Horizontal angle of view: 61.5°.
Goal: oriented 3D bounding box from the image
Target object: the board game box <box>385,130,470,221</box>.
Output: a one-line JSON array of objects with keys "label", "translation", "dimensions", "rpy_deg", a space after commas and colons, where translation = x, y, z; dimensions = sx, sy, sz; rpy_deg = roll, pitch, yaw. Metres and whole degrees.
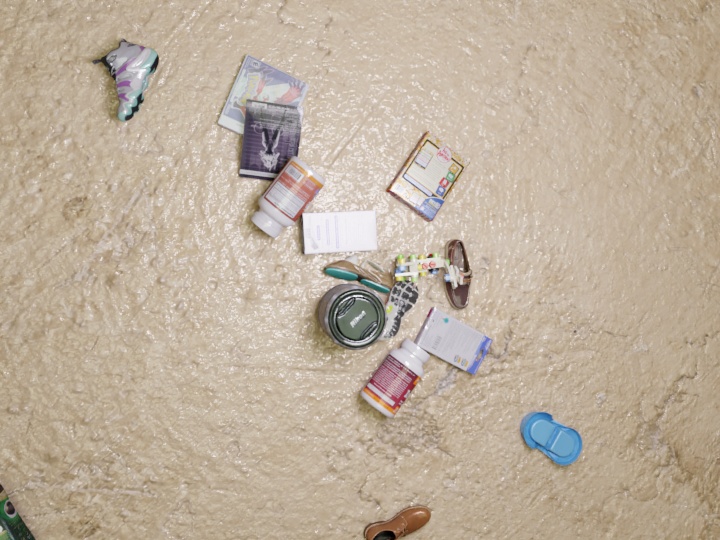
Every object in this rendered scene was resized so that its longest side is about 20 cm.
[{"label": "board game box", "translation": [0.189, -0.261, 1.685], "dimensions": [0.151, 0.046, 0.200], "rpy_deg": [35, 84, -10]}]

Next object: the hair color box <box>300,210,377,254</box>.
[{"label": "hair color box", "translation": [-0.059, -0.103, 1.629], "dimensions": [0.199, 0.065, 0.110], "rpy_deg": [-3, 93, -13]}]

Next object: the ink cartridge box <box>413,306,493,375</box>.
[{"label": "ink cartridge box", "translation": [0.263, 0.200, 1.716], "dimensions": [0.200, 0.042, 0.120], "rpy_deg": [28, 86, -9]}]

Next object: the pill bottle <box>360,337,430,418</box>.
[{"label": "pill bottle", "translation": [0.098, 0.289, 1.647], "dimensions": [0.113, 0.113, 0.200], "rpy_deg": [38, 84, -10]}]

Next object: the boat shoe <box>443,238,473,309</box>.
[{"label": "boat shoe", "translation": [0.278, 0.011, 1.697], "dimensions": [0.072, 0.072, 0.201], "rpy_deg": [-3, 92, -12]}]

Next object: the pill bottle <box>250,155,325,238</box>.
[{"label": "pill bottle", "translation": [-0.191, -0.187, 1.568], "dimensions": [0.112, 0.112, 0.200], "rpy_deg": [38, 94, -10]}]

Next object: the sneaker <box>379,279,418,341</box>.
[{"label": "sneaker", "translation": [0.088, 0.108, 1.661], "dimensions": [0.077, 0.085, 0.200], "rpy_deg": [38, 62, -5]}]

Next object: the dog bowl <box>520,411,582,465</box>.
[{"label": "dog bowl", "translation": [0.556, 0.488, 1.780], "dimensions": [0.200, 0.050, 0.112], "rpy_deg": [32, 85, -10]}]

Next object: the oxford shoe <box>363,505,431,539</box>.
[{"label": "oxford shoe", "translation": [0.112, 0.718, 1.684], "dimensions": [0.199, 0.071, 0.072], "rpy_deg": [-19, 94, -12]}]

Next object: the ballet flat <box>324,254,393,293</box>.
[{"label": "ballet flat", "translation": [0.000, 0.000, 1.649], "dimensions": [0.199, 0.068, 0.073], "rpy_deg": [17, 68, -12]}]

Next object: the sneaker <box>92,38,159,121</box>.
[{"label": "sneaker", "translation": [-0.602, -0.479, 1.504], "dimensions": [0.139, 0.078, 0.201], "rpy_deg": [22, 78, -10]}]

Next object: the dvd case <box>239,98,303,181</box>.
[{"label": "dvd case", "translation": [-0.233, -0.335, 1.584], "dimensions": [0.148, 0.016, 0.201], "rpy_deg": [5, 106, -12]}]

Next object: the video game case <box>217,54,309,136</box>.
[{"label": "video game case", "translation": [-0.255, -0.439, 1.599], "dimensions": [0.182, 0.023, 0.201], "rpy_deg": [23, 87, -12]}]

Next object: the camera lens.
[{"label": "camera lens", "translation": [-0.026, 0.115, 1.571], "dimensions": [0.159, 0.200, 0.161], "rpy_deg": [0, 92, -12]}]

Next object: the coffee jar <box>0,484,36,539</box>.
[{"label": "coffee jar", "translation": [-0.873, 0.609, 1.457], "dimensions": [0.085, 0.104, 0.200], "rpy_deg": [-28, 96, -12]}]

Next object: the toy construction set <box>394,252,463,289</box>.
[{"label": "toy construction set", "translation": [0.180, -0.007, 1.646], "dimensions": [0.199, 0.131, 0.092], "rpy_deg": [9, 90, -12]}]
